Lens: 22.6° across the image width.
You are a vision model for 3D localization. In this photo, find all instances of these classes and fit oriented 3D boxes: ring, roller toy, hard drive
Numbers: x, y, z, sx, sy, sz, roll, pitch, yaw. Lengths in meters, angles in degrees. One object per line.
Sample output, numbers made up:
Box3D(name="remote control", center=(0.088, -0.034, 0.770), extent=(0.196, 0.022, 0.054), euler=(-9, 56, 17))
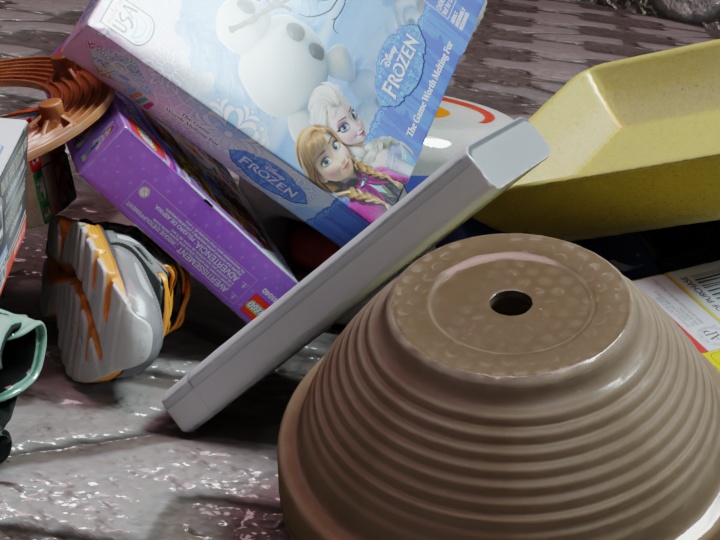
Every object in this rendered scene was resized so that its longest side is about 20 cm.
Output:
Box3D(name="ring", center=(-0.230, -0.081, 0.970), extent=(0.199, 0.019, 0.201), euler=(-10, 26, 5))
Box3D(name="roller toy", center=(0.014, -0.049, 1.148), extent=(0.181, 0.141, 0.200), euler=(1, 16, -20))
Box3D(name="hard drive", center=(0.000, 0.000, 0.902), extent=(0.027, 0.200, 0.132), euler=(52, 21, 1))

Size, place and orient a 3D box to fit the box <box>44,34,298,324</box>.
Box3D(name="box", center=(-0.116, -0.057, 1.046), extent=(0.137, 0.039, 0.200), euler=(43, 5, -27))

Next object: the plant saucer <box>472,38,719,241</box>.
Box3D(name="plant saucer", center=(0.176, -0.072, 0.987), extent=(0.199, 0.049, 0.200), euler=(-8, 21, 36))

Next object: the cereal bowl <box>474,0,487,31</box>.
Box3D(name="cereal bowl", center=(-0.014, -0.167, 1.191), extent=(0.198, 0.084, 0.200), euler=(1, 6, 0))

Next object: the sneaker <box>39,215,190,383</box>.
Box3D(name="sneaker", center=(-0.127, 0.010, 0.984), extent=(0.077, 0.079, 0.200), euler=(8, 12, -17))

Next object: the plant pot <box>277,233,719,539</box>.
Box3D(name="plant pot", center=(0.062, 0.051, 0.742), extent=(0.199, 0.093, 0.202), euler=(-2, 36, 2))

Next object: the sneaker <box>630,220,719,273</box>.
Box3D(name="sneaker", center=(0.169, -0.016, 1.083), extent=(0.199, 0.067, 0.090), euler=(-20, -25, 33))

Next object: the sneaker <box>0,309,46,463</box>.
Box3D(name="sneaker", center=(-0.208, 0.033, 0.853), extent=(0.117, 0.074, 0.201), euler=(1, 22, -11))

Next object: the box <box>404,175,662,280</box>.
Box3D(name="box", center=(0.112, 0.009, 0.995), extent=(0.120, 0.033, 0.201), euler=(-3, 48, -32))

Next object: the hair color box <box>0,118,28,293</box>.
Box3D(name="hair color box", center=(-0.257, -0.033, 0.818), extent=(0.198, 0.064, 0.111), euler=(3, 20, -3))

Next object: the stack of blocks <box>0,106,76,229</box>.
Box3D(name="stack of blocks", center=(-0.272, -0.042, 1.030), extent=(0.198, 0.059, 0.115), euler=(-11, 10, 1))

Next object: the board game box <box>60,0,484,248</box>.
Box3D(name="board game box", center=(-0.039, -0.145, 1.017), extent=(0.198, 0.201, 0.043), euler=(33, -32, -16))

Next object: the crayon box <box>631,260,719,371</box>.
Box3D(name="crayon box", center=(0.132, 0.061, 0.860), extent=(0.198, 0.051, 0.127), euler=(-11, 35, -24))
